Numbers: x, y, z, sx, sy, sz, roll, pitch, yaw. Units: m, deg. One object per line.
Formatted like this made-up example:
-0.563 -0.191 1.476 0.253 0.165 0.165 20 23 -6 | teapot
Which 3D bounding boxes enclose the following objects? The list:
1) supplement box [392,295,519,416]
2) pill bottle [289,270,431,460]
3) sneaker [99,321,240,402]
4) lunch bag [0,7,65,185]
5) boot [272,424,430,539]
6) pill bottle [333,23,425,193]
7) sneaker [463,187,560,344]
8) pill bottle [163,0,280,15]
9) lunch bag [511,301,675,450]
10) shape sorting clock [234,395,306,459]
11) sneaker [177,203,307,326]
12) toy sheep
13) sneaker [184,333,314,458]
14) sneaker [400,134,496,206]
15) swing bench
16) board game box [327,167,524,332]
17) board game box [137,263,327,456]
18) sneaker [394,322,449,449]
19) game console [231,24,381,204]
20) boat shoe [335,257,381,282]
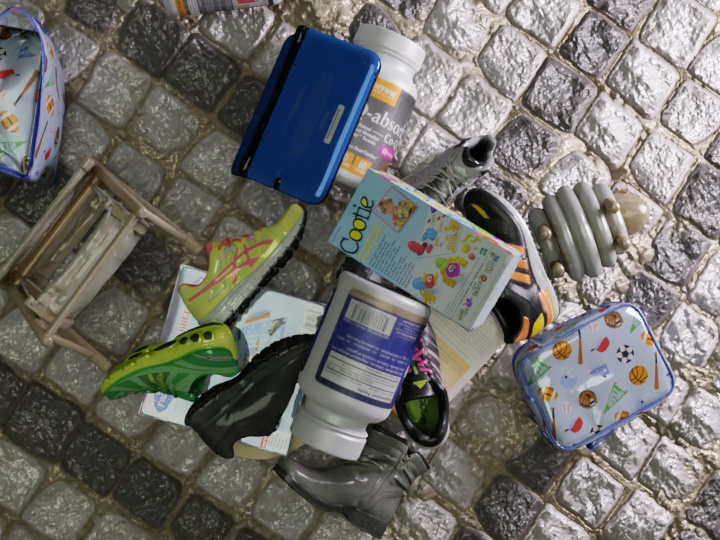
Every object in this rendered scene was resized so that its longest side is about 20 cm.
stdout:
0.095 0.097 1.450 0.126 0.074 0.200 43 90 -3 | supplement box
-0.006 0.113 1.306 0.119 0.120 0.201 23 92 -3 | pill bottle
-0.235 0.129 1.347 0.199 0.074 0.084 -20 103 24 | sneaker
-0.432 -0.216 1.377 0.123 0.170 0.202 11 92 -7 | lunch bag
-0.011 0.252 1.436 0.199 0.068 0.131 34 87 -30 | boot
0.004 -0.205 1.422 0.116 0.116 0.201 22 90 -3 | pill bottle
0.173 -0.004 1.377 0.090 0.070 0.201 -34 100 -31 | sneaker
-0.155 -0.392 1.404 0.198 0.116 0.117 -7 91 -2 | pill bottle
0.305 0.143 1.462 0.199 0.076 0.161 -27 94 -3 | lunch bag
-0.132 0.147 1.458 0.198 0.039 0.202 0 87 0 | shape sorting clock
-0.148 -0.016 1.369 0.090 0.078 0.200 43 86 5 | sneaker
0.277 -0.048 1.430 0.199 0.138 0.139 -17 91 6 | toy sheep
-0.118 0.153 1.368 0.199 0.076 0.091 -36 100 0 | sneaker
0.100 -0.111 1.399 0.075 0.115 0.200 45 66 -4 | sneaker
-0.341 -0.020 1.363 0.200 0.130 0.199 36 89 35 | swing bench
0.080 -0.027 1.320 0.199 0.103 0.105 32 100 12 | board game box
-0.161 0.114 1.419 0.198 0.041 0.201 16 86 0 | board game box
0.070 0.130 1.369 0.073 0.087 0.202 -13 92 -1 | sneaker
-0.073 -0.194 1.396 0.170 0.118 0.201 23 90 14 | game console
0.000 0.000 1.451 0.056 0.069 0.201 26 82 -4 | boat shoe
